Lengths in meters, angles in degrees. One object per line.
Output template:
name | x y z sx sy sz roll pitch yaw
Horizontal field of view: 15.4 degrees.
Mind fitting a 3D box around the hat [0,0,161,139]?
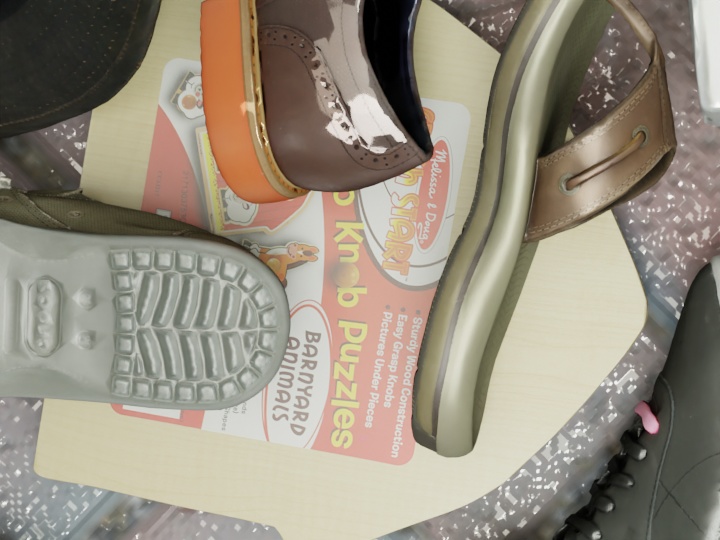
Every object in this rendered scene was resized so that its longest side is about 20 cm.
hat | -0.148 -0.134 0.903 0.200 0.081 0.201 10 130 12

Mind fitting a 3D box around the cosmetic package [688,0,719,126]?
cosmetic package | 0.205 -0.093 0.853 0.200 0.102 0.074 -5 89 7

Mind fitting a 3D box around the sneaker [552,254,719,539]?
sneaker | 0.078 0.089 0.887 0.099 0.071 0.200 8 96 3

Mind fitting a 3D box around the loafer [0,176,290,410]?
loafer | -0.120 0.007 0.888 0.200 0.070 0.075 11 99 4

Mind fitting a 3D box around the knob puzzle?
knob puzzle | 0.000 0.000 0.919 0.219 0.030 0.220 0 90 9

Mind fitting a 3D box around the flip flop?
flip flop | 0.068 -0.030 0.853 0.058 0.081 0.200 20 98 12

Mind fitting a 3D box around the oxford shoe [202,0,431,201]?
oxford shoe | -0.010 -0.125 0.861 0.072 0.071 0.200 -5 90 25
